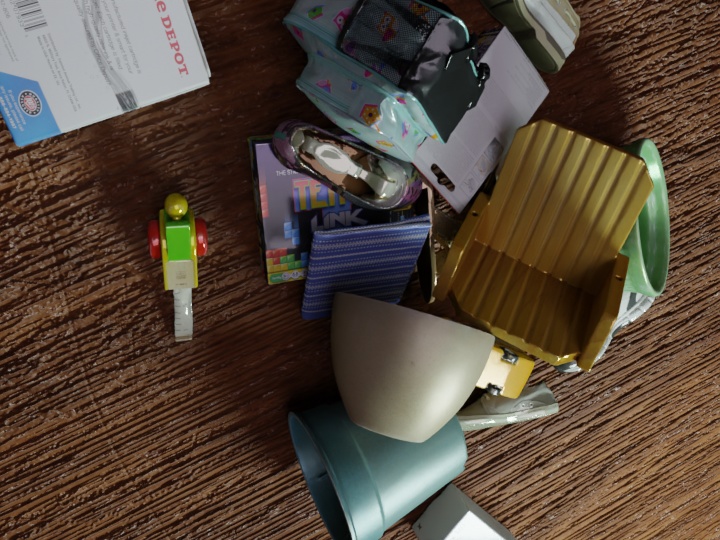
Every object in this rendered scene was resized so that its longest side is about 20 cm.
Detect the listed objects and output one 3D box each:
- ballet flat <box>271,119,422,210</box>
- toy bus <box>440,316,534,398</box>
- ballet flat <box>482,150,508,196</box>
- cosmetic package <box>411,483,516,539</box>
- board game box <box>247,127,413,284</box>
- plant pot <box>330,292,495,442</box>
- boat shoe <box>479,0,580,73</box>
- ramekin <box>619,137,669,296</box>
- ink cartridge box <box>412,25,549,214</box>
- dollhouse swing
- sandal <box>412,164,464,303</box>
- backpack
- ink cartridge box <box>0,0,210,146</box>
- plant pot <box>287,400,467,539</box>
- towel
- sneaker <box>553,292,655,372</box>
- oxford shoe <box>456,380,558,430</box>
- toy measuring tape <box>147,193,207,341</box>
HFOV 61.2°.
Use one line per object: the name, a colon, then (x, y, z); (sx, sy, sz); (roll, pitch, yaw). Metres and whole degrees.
ballet flat: (-0.005, -0.110, 0.676); (0.195, 0.071, 0.071); (20, 99, -26)
toy bus: (0.162, 0.122, 0.880); (0.196, 0.078, 0.067); (23, 102, -26)
ballet flat: (0.185, -0.105, 0.810); (0.065, 0.069, 0.205); (20, 94, -54)
cosmetic package: (0.188, 0.457, 1.015); (0.102, 0.071, 0.200); (-46, 117, 1)
board game box: (-0.031, -0.085, 0.746); (0.193, 0.057, 0.171); (-10, 113, -17)
plant pot: (0.047, 0.119, 0.712); (0.195, 0.199, 0.139); (17, 84, -24)
boat shoe: (0.199, -0.336, 0.737); (0.199, 0.074, 0.069); (39, 87, -34)
ramekin: (0.349, -0.068, 0.825); (0.197, 0.095, 0.208); (5, 83, -52)
ink cartridge box: (0.140, -0.186, 0.763); (0.108, 0.050, 0.202); (40, 85, -28)
dollhouse swing: (0.215, -0.037, 0.689); (0.195, 0.183, 0.179); (26, 135, 12)
sandal: (0.106, -0.065, 0.793); (0.067, 0.078, 0.219); (-12, 108, -9)
backpack: (0.014, -0.221, 0.635); (0.154, 0.200, 0.175); (-50, 162, 13)
ink cartridge box: (-0.262, -0.229, 0.591); (0.194, 0.084, 0.149); (-21, 115, -11)
plant pot: (0.028, 0.246, 0.820); (0.191, 0.199, 0.206); (-21, 115, -20)
towel: (0.000, 0.000, 0.743); (0.140, 0.024, 0.202); (-9, 151, -15)
sneaker: (0.365, 0.074, 0.953); (0.200, 0.074, 0.080); (-45, 103, -5)
oxford shoe: (0.212, 0.211, 0.947); (0.193, 0.075, 0.060); (-9, 73, -9)
toy measuring tape: (-0.212, -0.008, 0.714); (0.071, 0.075, 0.204); (-5, 133, -18)
